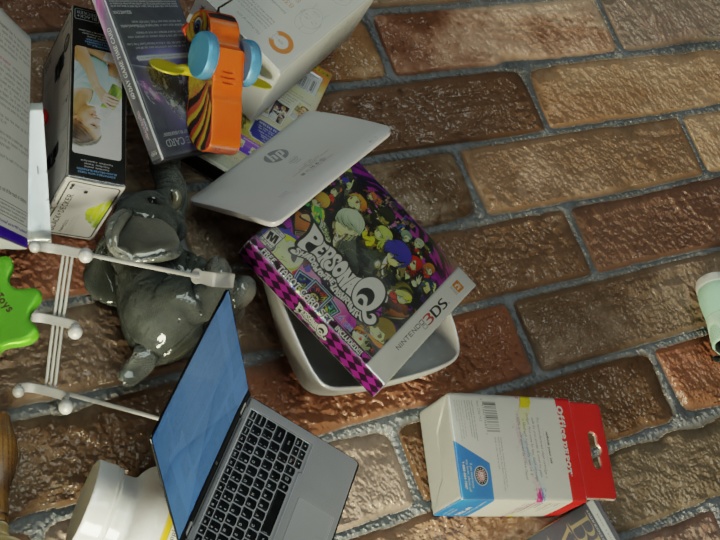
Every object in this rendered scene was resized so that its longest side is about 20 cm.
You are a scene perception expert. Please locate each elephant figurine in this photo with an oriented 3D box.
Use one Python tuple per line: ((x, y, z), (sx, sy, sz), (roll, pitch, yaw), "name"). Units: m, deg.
((-0.209, -0.013, 1.286), (0.201, 0.141, 0.155), (50, 15, 11), "elephant figurine")

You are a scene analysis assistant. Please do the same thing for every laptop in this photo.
((-0.084, 0.159, 1.132), (0.198, 0.116, 0.188), (31, 41, -7), "laptop")

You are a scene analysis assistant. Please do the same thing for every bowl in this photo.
((-0.011, 0.037, 1.389), (0.197, 0.075, 0.203), (-9, 70, -32), "bowl")

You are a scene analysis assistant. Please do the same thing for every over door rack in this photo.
((-0.220, 0.058, 1.177), (0.197, 0.067, 0.150), (10, 94, 16), "over door rack")

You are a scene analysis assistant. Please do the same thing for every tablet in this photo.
((-0.073, -0.112, 1.381), (0.200, 0.129, 0.014), (-41, 132, -36), "tablet")

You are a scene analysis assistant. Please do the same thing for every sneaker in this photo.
((0.520, 0.080, 1.655), (0.197, 0.074, 0.120), (11, 53, -12), "sneaker")

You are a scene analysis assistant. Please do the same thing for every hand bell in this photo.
((-0.315, 0.213, 1.138), (0.103, 0.105, 0.202), (11, 48, -23), "hand bell")

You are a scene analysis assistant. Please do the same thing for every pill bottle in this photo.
((-0.158, 0.244, 1.175), (0.198, 0.112, 0.113), (24, 56, -15), "pill bottle")

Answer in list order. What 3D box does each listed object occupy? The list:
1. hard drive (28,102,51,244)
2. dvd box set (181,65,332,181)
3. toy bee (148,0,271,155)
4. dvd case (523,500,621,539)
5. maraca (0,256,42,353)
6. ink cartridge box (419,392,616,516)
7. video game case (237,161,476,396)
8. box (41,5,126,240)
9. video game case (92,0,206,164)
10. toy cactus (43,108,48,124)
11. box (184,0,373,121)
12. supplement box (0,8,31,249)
((-0.394, -0.087, 1.225), (0.197, 0.026, 0.134), (-4, 83, -15), "hard drive")
((-0.128, -0.182, 1.466), (0.145, 0.029, 0.202), (29, 55, -12), "dvd box set")
((-0.144, -0.220, 1.337), (0.130, 0.108, 0.202), (30, 80, -32), "toy bee")
((0.221, 0.347, 1.388), (0.198, 0.016, 0.150), (-21, 76, -35), "dvd case")
((-0.374, 0.063, 1.145), (0.199, 0.107, 0.137), (-38, 72, -22), "maraca")
((0.170, 0.200, 1.405), (0.197, 0.067, 0.118), (6, 63, -26), "ink cartridge box")
((0.000, 0.000, 1.347), (0.200, 0.036, 0.181), (46, 52, 2), "video game case")
((-0.280, -0.147, 1.314), (0.059, 0.117, 0.203), (10, 59, -26), "box")
((-0.205, -0.213, 1.340), (0.143, 0.019, 0.203), (-24, 95, -65), "video game case")
((-0.420, -0.175, 1.276), (0.200, 0.102, 0.166), (44, 63, -10), "toy cactus")
((-0.091, -0.284, 1.460), (0.124, 0.098, 0.200), (44, 53, 1), "box")
((-0.356, -0.124, 1.161), (0.099, 0.103, 0.204), (-1, 83, 4), "supplement box")
